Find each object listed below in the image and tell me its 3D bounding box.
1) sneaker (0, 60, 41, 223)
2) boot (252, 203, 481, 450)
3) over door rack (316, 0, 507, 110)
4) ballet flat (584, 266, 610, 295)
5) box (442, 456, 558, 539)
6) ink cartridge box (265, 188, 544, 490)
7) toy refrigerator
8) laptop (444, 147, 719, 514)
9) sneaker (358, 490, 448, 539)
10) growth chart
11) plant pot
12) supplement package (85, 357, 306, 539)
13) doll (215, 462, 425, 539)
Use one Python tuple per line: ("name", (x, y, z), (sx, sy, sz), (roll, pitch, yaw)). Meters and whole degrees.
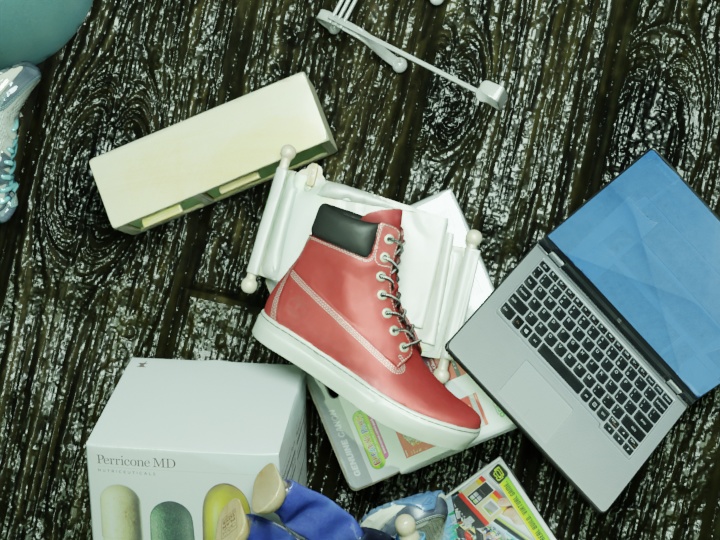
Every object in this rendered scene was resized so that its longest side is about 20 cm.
("sneaker", (-0.329, -0.090, 1.280), (0.086, 0.078, 0.201), (34, 97, -6))
("boot", (0.030, 0.037, 1.130), (0.199, 0.072, 0.145), (32, 97, 11))
("over door rack", (0.078, -0.233, 1.237), (0.199, 0.067, 0.149), (28, 90, 27))
("ballet flat", (0.272, 0.015, 1.214), (0.197, 0.064, 0.077), (4, 78, 5))
("box", (0.127, 0.265, 1.187), (0.110, 0.035, 0.201), (-36, 58, 2))
("ink cartridge box", (0.038, 0.060, 1.224), (0.174, 0.084, 0.202), (-22, 85, 5))
("toy refrigerator", (-0.123, -0.096, 1.251), (0.198, 0.076, 0.071), (-21, 85, 3))
("laptop", (0.208, 0.050, 1.142), (0.187, 0.116, 0.200), (46, 67, -3))
("sneaker", (0.038, 0.250, 1.163), (0.076, 0.201, 0.086), (-12, 54, -25))
("growth chart", (0.000, 0.000, 1.181), (0.198, 0.018, 0.146), (22, 91, 8))
("plant pot", (-0.338, -0.280, 1.251), (0.197, 0.135, 0.203), (0, 87, 4))
("supplement package", (-0.124, 0.194, 1.164), (0.150, 0.151, 0.202), (2, 112, 5))
("doll", (-0.016, 0.225, 1.078), (0.199, 0.049, 0.136), (38, 106, -26))
